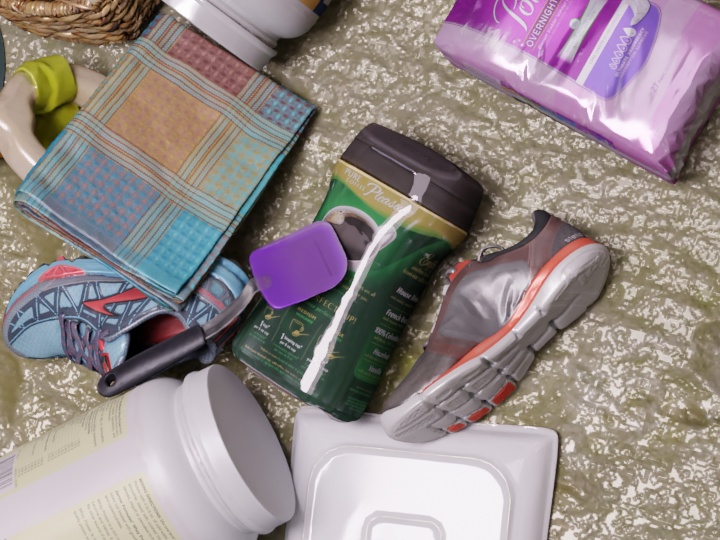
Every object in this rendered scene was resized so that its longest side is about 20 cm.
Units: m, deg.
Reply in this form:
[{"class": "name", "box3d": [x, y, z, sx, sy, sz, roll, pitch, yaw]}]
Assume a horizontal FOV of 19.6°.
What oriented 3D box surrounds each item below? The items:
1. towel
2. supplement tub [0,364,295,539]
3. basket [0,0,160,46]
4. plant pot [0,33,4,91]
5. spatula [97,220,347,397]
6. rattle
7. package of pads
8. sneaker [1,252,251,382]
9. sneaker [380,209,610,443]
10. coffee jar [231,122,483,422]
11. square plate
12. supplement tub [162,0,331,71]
[{"class": "towel", "box3d": [-0.140, -0.083, 1.515, 0.147, 0.022, 0.200, 32, 63, 3]}, {"class": "supplement tub", "box3d": [-0.162, 0.164, 1.484, 0.200, 0.145, 0.145, -27, 74, 13]}, {"class": "basket", "box3d": [-0.250, -0.268, 1.571, 0.200, 0.149, 0.143, 26, 80, 20]}, {"class": "plant pot", "box3d": [-0.397, -0.165, 1.621, 0.200, 0.134, 0.201, -3, 81, 18]}, {"class": "spatula", "box3d": [-0.099, 0.034, 1.451, 0.200, 0.021, 0.057, -33, 56, 9]}, {"class": "rattle", "box3d": [-0.205, -0.055, 1.582, 0.200, 0.130, 0.143, 36, 117, -11]}, {"class": "package of pads", "box3d": [0.165, -0.159, 1.464, 0.200, 0.076, 0.121, 31, 89, 20]}, {"class": "sneaker", "box3d": [-0.181, 0.041, 1.521, 0.200, 0.079, 0.096, -11, 42, 22]}, {"class": "sneaker", "box3d": [0.083, 0.037, 1.468, 0.200, 0.077, 0.082, -42, 60, -4]}, {"class": "coffee jar", "box3d": [0.000, 0.000, 1.487, 0.104, 0.085, 0.200, 32, 93, 28]}, {"class": "square plate", "box3d": [0.033, 0.202, 1.475, 0.198, 0.028, 0.200, 4, 83, 19]}, {"class": "supplement tub", "box3d": [-0.062, -0.260, 1.519, 0.144, 0.144, 0.200, 38, 95, 20]}]
